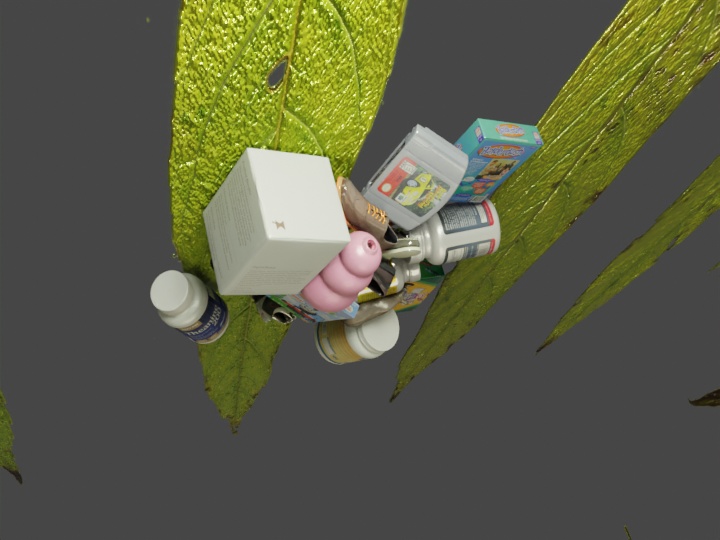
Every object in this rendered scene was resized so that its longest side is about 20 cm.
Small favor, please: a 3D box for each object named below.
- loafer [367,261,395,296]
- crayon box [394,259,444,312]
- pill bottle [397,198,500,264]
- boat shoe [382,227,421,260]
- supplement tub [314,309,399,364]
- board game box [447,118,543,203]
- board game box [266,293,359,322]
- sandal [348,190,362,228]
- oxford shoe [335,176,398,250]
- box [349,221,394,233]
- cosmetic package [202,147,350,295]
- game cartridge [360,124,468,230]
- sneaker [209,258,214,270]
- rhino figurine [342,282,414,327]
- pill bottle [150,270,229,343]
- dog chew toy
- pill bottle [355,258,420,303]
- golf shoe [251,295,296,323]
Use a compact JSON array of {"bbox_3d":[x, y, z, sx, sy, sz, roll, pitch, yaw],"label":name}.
[{"bbox_3d":[0.000,0.000,1.491,0.071,0.065,0.198,2,166,43],"label":"loafer"},{"bbox_3d":[0.114,0.040,1.842,0.116,0.060,0.201,-6,155,-25],"label":"crayon box"},{"bbox_3d":[0.183,-0.078,1.545,0.195,0.122,0.120,-11,157,-13],"label":"pill bottle"},{"bbox_3d":[0.059,-0.056,1.490,0.070,0.062,0.201,6,175,-26],"label":"boat shoe"},{"bbox_3d":[-0.011,0.152,1.844,0.142,0.149,0.198,3,167,-38],"label":"supplement tub"},{"bbox_3d":[0.226,-0.202,1.392,0.149,0.046,0.200,0,152,-33],"label":"board game box"},{"bbox_3d":[-0.115,0.057,1.577,0.150,0.037,0.198,36,154,-25],"label":"board game box"},{"bbox_3d":[-0.063,-0.080,1.391,0.196,0.055,0.083,-26,116,1],"label":"sandal"},{"bbox_3d":[0.012,-0.105,1.327,0.071,0.073,0.201,-5,150,22],"label":"oxford shoe"},{"bbox_3d":[-0.015,-0.088,1.473,0.197,0.051,0.075,-27,154,20],"label":"box"},{"bbox_3d":[-0.148,-0.076,1.256,0.163,0.171,0.200,1,152,-36],"label":"cosmetic package"},{"bbox_3d":[0.098,-0.158,1.323,0.131,0.042,0.200,26,135,-19],"label":"game cartridge"},{"bbox_3d":[-0.212,-0.035,1.435,0.196,0.068,0.090,-24,158,20],"label":"sneaker"},{"bbox_3d":[0.036,0.072,1.687,0.196,0.088,0.061,-21,123,-11],"label":"rhino figurine"},{"bbox_3d":[-0.354,0.073,1.522,0.108,0.113,0.200,-18,157,5],"label":"pill bottle"},{"bbox_3d":[-0.032,-0.005,1.330,0.122,0.128,0.199,0,157,-34],"label":"dog chew toy"},{"bbox_3d":[0.030,0.004,1.632,0.195,0.115,0.113,-14,157,-6],"label":"pill bottle"},{"bbox_3d":[-0.165,0.084,1.713,0.197,0.090,0.077,4,149,-43],"label":"golf shoe"}]
